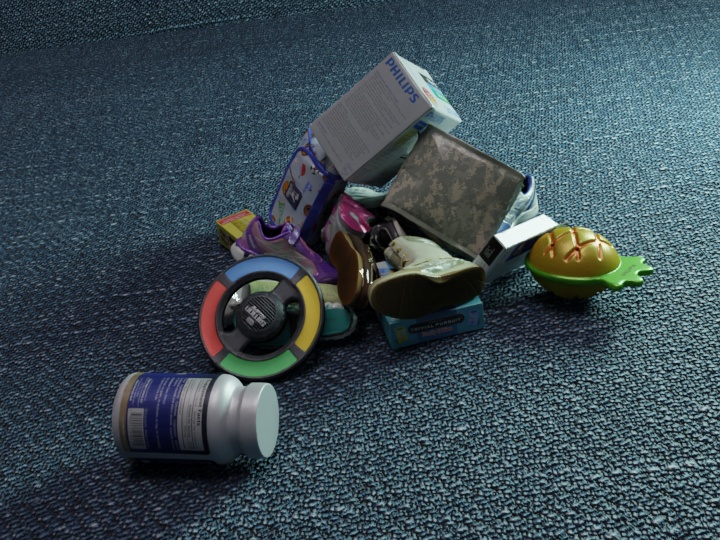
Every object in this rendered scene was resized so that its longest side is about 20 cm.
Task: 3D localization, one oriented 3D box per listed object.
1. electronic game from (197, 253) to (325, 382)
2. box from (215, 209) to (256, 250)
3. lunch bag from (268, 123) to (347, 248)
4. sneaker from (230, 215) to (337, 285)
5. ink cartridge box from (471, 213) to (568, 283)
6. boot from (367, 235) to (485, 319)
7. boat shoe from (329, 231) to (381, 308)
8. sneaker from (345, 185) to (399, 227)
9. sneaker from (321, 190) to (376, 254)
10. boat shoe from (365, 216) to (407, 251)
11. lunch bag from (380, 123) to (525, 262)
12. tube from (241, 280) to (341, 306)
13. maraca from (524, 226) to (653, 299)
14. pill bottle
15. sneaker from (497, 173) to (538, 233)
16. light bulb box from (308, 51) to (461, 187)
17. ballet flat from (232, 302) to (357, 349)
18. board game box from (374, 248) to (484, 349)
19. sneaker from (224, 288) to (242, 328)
[{"bbox_3d":[-0.149,0.070,1.481,0.195,0.042,0.204,-3,67,7],"label":"electronic game"},{"bbox_3d":[-0.192,-0.051,1.810,0.074,0.051,0.199,-22,30,-22],"label":"box"},{"bbox_3d":[-0.090,-0.151,1.823,0.122,0.172,0.201,22,27,-14],"label":"lunch bag"},{"bbox_3d":[-0.115,-0.032,1.656,0.197,0.090,0.081,21,19,-8],"label":"sneaker"},{"bbox_3d":[0.251,-0.036,1.582,0.198,0.095,0.037,-19,61,-46],"label":"ink cartridge box"},{"bbox_3d":[0.071,0.005,1.503,0.197,0.074,0.154,-11,27,-28],"label":"boot"},{"bbox_3d":[0.000,0.000,1.549,0.069,0.071,0.201,24,24,-19],"label":"boat shoe"},{"bbox_3d":[0.051,-0.113,1.856,0.196,0.075,0.080,-3,39,19],"label":"sneaker"},{"bbox_3d":[-0.030,-0.075,1.728,0.081,0.089,0.200,35,17,-3],"label":"sneaker"},{"bbox_3d":[0.047,-0.049,1.700,0.062,0.073,0.200,-32,10,-1],"label":"boat shoe"},{"bbox_3d":[0.151,-0.130,1.653,0.198,0.166,0.118,31,0,8],"label":"lunch bag"},{"bbox_3d":[-0.092,0.043,1.592,0.196,0.052,0.059,1,64,-24],"label":"tube"},{"bbox_3d":[0.350,-0.008,1.524,0.197,0.109,0.137,13,33,34],"label":"maraca"},{"bbox_3d":[-0.212,0.193,1.285,0.196,0.118,0.116,0,28,13],"label":"pill bottle"},{"bbox_3d":[0.250,-0.108,1.762,0.074,0.090,0.199,14,36,33],"label":"sneaker"},{"bbox_3d":[0.047,-0.259,1.738,0.199,0.126,0.198,-38,-11,17],"label":"light bulb box"},{"bbox_3d":[-0.098,0.086,1.531,0.195,0.073,0.072,-1,28,9],"label":"ballet flat"},{"bbox_3d":[0.095,0.040,1.567,0.148,0.048,0.201,-12,28,-8],"label":"board game box"},{"bbox_3d":[-0.187,0.047,1.613,0.087,0.077,0.200,17,34,19],"label":"sneaker"}]
